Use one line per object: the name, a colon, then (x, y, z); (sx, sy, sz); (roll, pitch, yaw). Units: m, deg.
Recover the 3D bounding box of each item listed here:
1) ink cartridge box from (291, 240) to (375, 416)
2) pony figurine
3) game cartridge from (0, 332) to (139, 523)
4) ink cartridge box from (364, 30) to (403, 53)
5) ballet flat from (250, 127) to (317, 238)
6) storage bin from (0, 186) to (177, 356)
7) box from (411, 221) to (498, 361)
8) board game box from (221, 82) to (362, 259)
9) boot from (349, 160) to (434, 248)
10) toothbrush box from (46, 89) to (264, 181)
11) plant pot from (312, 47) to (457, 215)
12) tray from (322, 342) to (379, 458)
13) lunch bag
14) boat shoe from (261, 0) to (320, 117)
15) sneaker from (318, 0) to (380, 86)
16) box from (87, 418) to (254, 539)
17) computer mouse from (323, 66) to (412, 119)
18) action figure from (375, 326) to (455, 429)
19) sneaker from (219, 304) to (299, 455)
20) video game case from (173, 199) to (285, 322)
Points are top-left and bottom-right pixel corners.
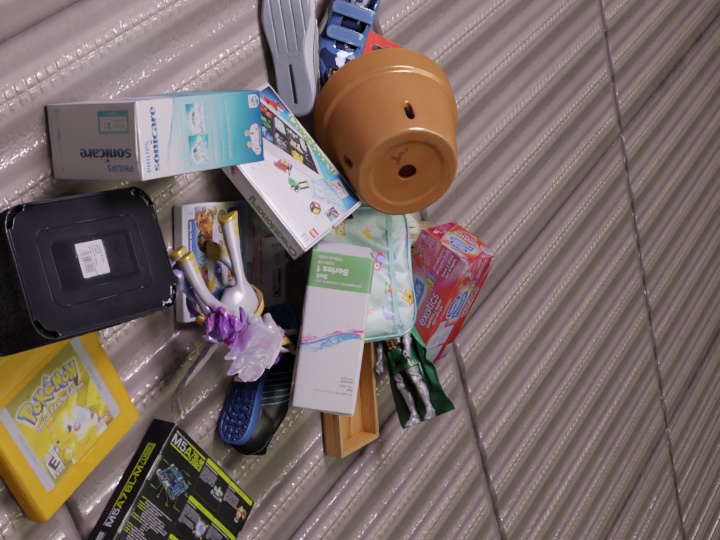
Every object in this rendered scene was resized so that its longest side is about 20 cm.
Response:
ink cartridge box: (-0.036, 0.071, 1.491); (0.145, 0.082, 0.204); (-105, -157, -84)
pony figurine: (-0.160, 0.059, 1.390); (0.202, 0.165, 0.193); (62, 38, -17)
game cartridge: (-0.339, 0.141, 1.254); (0.177, 0.032, 0.202); (-51, 133, -39)
ink cartridge box: (0.044, -0.250, 1.673); (0.161, 0.050, 0.203); (20, 70, -32)
ballet flat: (-0.082, -0.120, 1.540); (0.068, 0.063, 0.201); (55, 43, -30)
storage bin: (-0.302, -0.002, 1.206); (0.199, 0.093, 0.137); (-16, 90, -54)
box: (0.113, 0.037, 1.763); (0.099, 0.095, 0.202); (-14, 135, -53)
board game box: (-0.101, -0.128, 1.465); (0.201, 0.035, 0.126); (51, 50, -2)
boot: (0.049, -0.112, 1.744); (0.199, 0.071, 0.158); (-5, 96, -51)
toothbrush box: (-0.225, -0.152, 1.284); (0.199, 0.145, 0.087); (-19, 108, -51)
plant pot: (0.045, -0.169, 1.523); (0.201, 0.198, 0.141); (54, 13, -43)
tray: (-0.019, 0.164, 1.711); (0.098, 0.037, 0.204); (-19, 109, -52)
lunch bag: (0.000, 0.000, 1.620); (0.158, 0.077, 0.204); (-5, 92, -22)
boat shoe: (-0.090, -0.308, 1.540); (0.062, 0.071, 0.203); (-57, 146, -70)
sneaker: (-0.017, -0.345, 1.595); (0.073, 0.082, 0.203); (15, 74, -17)
box: (-0.232, 0.318, 1.417); (0.201, 0.047, 0.195); (54, 49, -42)
computer mouse: (0.028, -0.235, 1.592); (0.198, 0.034, 0.060); (17, 74, -42)
action figure: (0.061, 0.130, 1.727); (0.054, 0.117, 0.203); (-10, 76, -49)
sneaker: (-0.123, 0.148, 1.538); (0.078, 0.069, 0.202); (43, 65, -53)
video game case: (-0.166, -0.018, 1.494); (0.199, 0.018, 0.146); (-10, 103, -54)
